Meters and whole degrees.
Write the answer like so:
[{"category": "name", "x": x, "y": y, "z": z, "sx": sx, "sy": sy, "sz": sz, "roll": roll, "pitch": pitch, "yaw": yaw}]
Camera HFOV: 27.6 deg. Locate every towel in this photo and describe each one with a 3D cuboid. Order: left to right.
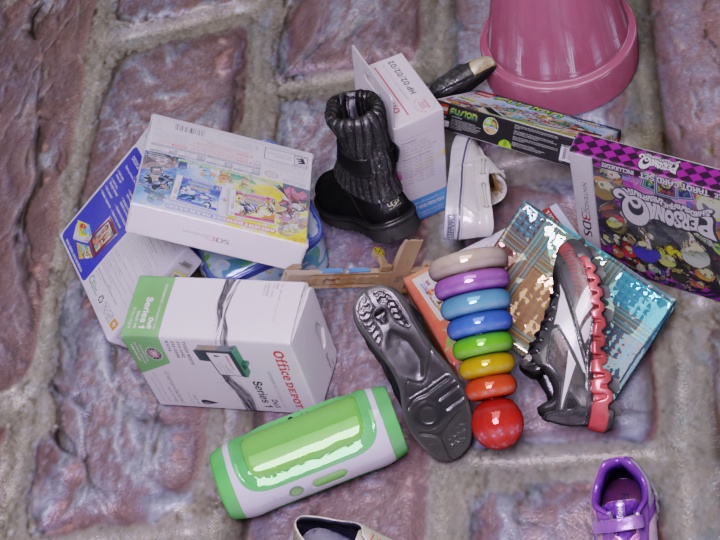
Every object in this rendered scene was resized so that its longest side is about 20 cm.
[{"category": "towel", "x": 0.218, "y": 0.037, "z": 1.553, "sx": 0.199, "sy": 0.022, "sz": 0.147, "roll": 34, "pitch": 79, "yaw": 7}]

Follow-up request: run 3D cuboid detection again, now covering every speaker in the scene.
[{"category": "speaker", "x": -0.054, "y": 0.191, "z": 1.534, "sx": 0.198, "sy": 0.089, "sz": 0.089, "roll": -21, "pitch": 50, "yaw": -2}]

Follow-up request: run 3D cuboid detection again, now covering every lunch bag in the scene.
[{"category": "lunch bag", "x": -0.131, "y": -0.059, "z": 1.758, "sx": 0.159, "sy": 0.083, "sz": 0.201, "roll": -22, "pitch": 51, "yaw": -6}]

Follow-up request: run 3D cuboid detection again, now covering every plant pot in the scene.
[{"category": "plant pot", "x": 0.238, "y": -0.320, "z": 1.798, "sx": 0.197, "sy": 0.180, "sz": 0.202, "roll": -7, "pitch": 51, "yaw": 9}]

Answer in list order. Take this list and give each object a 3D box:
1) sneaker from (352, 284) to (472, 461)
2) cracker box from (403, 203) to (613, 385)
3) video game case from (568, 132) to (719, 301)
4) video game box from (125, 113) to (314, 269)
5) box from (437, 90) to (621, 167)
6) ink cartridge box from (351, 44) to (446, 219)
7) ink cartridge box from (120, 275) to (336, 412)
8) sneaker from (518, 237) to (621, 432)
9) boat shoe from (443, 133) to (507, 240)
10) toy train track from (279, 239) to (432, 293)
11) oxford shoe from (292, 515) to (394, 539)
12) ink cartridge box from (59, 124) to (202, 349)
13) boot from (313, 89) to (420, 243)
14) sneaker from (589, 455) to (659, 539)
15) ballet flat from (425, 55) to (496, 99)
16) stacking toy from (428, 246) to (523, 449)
[{"category": "sneaker", "x": 0.060, "y": 0.104, "z": 1.561, "sx": 0.076, "sy": 0.114, "sz": 0.201, "roll": -32, "pitch": 89, "yaw": 6}, {"category": "cracker box", "x": 0.165, "y": 0.028, "z": 1.621, "sx": 0.198, "sy": 0.058, "sz": 0.135, "roll": -26, "pitch": 52, "yaw": -5}, {"category": "video game case", "x": 0.323, "y": -0.052, "z": 1.560, "sx": 0.198, "sy": 0.182, "sz": 0.036, "roll": 19, "pitch": 58, "yaw": 27}, {"category": "video game box", "x": -0.153, "y": -0.089, "z": 1.649, "sx": 0.197, "sy": 0.047, "sz": 0.183, "roll": 14, "pitch": 35, "yaw": -8}, {"category": "box", "x": 0.198, "y": -0.169, "z": 1.745, "sx": 0.198, "sy": 0.035, "sz": 0.110, "roll": 19, "pitch": 22, "yaw": 27}, {"category": "ink cartridge box", "x": 0.047, "y": -0.167, "z": 1.710, "sx": 0.067, "sy": 0.201, "sz": 0.116, "roll": -22, "pitch": 50, "yaw": -13}, {"category": "ink cartridge box", "x": -0.140, "y": 0.082, "z": 1.603, "sx": 0.197, "sy": 0.147, "sz": 0.085, "roll": 2, "pitch": 54, "yaw": 17}, {"category": "sneaker", "x": 0.208, "y": 0.066, "z": 1.500, "sx": 0.096, "sy": 0.071, "sz": 0.203, "roll": -3, "pitch": 78, "yaw": -1}, {"category": "boat shoe", "x": 0.136, "y": -0.097, "z": 1.702, "sx": 0.069, "sy": 0.072, "sz": 0.201, "roll": 5, "pitch": 29, "yaw": 4}, {"category": "toy train track", "x": 0.000, "y": 0.000, "z": 1.623, "sx": 0.198, "sy": 0.115, "sz": 0.033, "roll": -2, "pitch": 44, "yaw": -30}, {"category": "oxford shoe", "x": 0.018, "y": 0.293, "z": 1.439, "sx": 0.198, "sy": 0.074, "sz": 0.071, "roll": 11, "pitch": 56, "yaw": 23}, {"category": "ink cartridge box", "x": -0.261, "y": -0.046, "z": 1.749, "sx": 0.200, "sy": 0.047, "sz": 0.198, "roll": -46, "pitch": 48, "yaw": 14}, {"category": "boot", "x": -0.011, "y": -0.129, "z": 1.671, "sx": 0.079, "sy": 0.159, "sz": 0.211, "roll": -31, "pitch": 24, "yaw": -20}, {"category": "sneaker", "x": 0.251, "y": 0.262, "z": 1.392, "sx": 0.079, "sy": 0.089, "sz": 0.202, "roll": -6, "pitch": 52, "yaw": 9}, {"category": "ballet flat", "x": 0.074, "y": -0.225, "z": 1.816, "sx": 0.198, "sy": 0.066, "sz": 0.057, "roll": -22, "pitch": 81, "yaw": 18}, {"category": "stacking toy", "x": 0.129, "y": 0.082, "z": 1.499, "sx": 0.084, "sy": 0.085, "sz": 0.203, "roll": -12, "pitch": 81, "yaw": 5}]
